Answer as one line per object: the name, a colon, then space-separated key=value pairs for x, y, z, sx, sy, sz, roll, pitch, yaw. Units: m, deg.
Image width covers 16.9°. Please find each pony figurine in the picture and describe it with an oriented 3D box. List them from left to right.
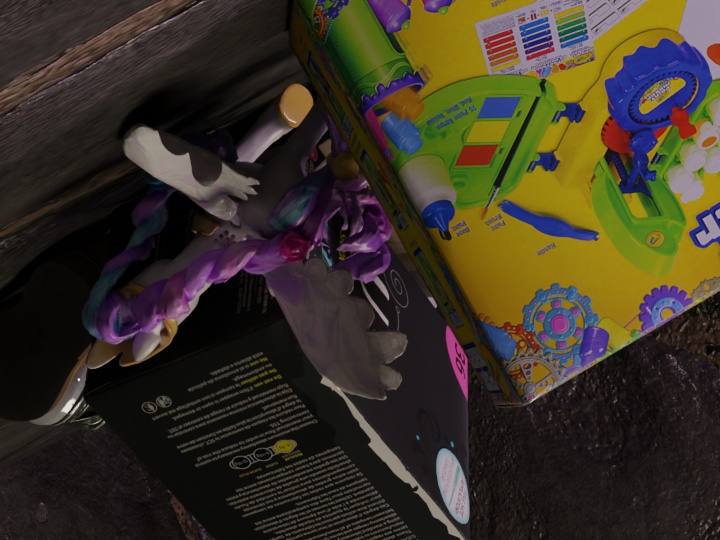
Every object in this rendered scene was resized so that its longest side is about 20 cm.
pony figurine: x=-0.038 y=-0.028 z=1.147 sx=0.200 sy=0.167 sz=0.193 roll=-45 pitch=-167 yaw=-22

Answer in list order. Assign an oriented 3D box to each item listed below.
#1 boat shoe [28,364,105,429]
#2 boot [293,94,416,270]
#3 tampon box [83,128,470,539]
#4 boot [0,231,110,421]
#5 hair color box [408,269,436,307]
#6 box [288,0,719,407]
boat shoe: x=-0.182 y=0.067 z=1.575 sx=0.072 sy=0.071 sz=0.200 roll=-54 pitch=-167 yaw=3
boot: x=0.037 y=-0.060 z=1.351 sx=0.199 sy=0.071 sz=0.146 roll=-27 pitch=140 yaw=30
tampon box: x=-0.038 y=0.056 z=1.321 sx=0.126 sy=0.200 sz=0.151 roll=-21 pitch=-140 yaw=21
boot: x=-0.178 y=0.031 z=1.445 sx=0.075 sy=0.074 sz=0.200 roll=-41 pitch=-177 yaw=-39
hair color box: x=0.000 y=0.000 z=1.475 sx=0.201 sy=0.099 sz=0.061 roll=-58 pitch=-174 yaw=4
box: x=0.101 y=-0.074 z=1.028 sx=0.199 sy=0.193 sz=0.122 roll=-29 pitch=178 yaw=-4
